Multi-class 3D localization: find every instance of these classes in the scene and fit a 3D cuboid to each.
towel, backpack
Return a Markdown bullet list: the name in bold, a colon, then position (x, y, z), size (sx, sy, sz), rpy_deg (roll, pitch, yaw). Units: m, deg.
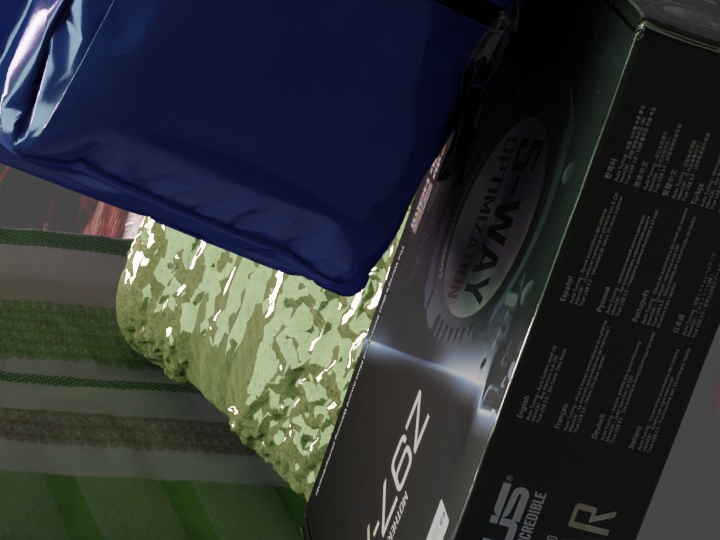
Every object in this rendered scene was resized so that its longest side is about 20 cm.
- **towel**: position (-0.087, 0.047, 0.798), size (0.200, 0.149, 0.031), rpy_deg (-120, 43, -53)
- **towel**: position (-0.003, -0.035, 0.744), size (0.148, 0.036, 0.200), rpy_deg (38, 111, 42)
- **backpack**: position (-0.019, -0.108, 0.581), size (0.168, 0.162, 0.200), rpy_deg (36, 102, 56)

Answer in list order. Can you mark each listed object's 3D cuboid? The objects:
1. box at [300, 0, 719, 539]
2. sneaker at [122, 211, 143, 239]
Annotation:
- **box**: position (0.041, 0.017, 0.608), size (0.160, 0.043, 0.200), rpy_deg (-107, 35, -70)
- **sneaker**: position (-0.075, 0.047, 0.950), size (0.090, 0.066, 0.200), rpy_deg (-6, -81, -75)
